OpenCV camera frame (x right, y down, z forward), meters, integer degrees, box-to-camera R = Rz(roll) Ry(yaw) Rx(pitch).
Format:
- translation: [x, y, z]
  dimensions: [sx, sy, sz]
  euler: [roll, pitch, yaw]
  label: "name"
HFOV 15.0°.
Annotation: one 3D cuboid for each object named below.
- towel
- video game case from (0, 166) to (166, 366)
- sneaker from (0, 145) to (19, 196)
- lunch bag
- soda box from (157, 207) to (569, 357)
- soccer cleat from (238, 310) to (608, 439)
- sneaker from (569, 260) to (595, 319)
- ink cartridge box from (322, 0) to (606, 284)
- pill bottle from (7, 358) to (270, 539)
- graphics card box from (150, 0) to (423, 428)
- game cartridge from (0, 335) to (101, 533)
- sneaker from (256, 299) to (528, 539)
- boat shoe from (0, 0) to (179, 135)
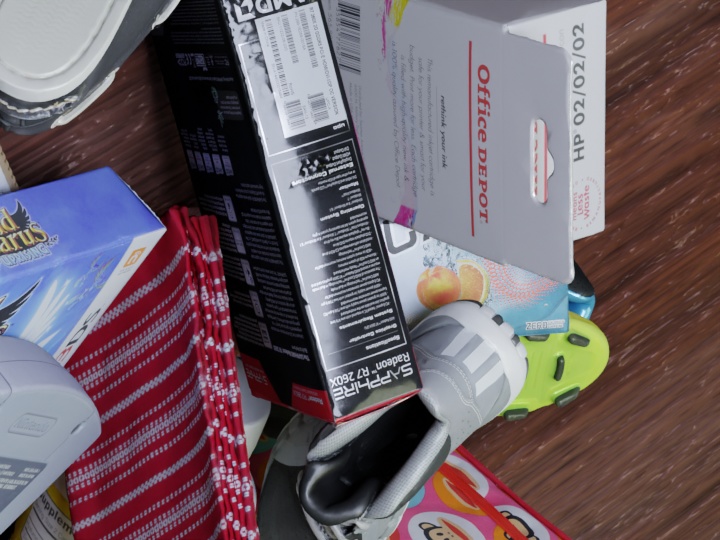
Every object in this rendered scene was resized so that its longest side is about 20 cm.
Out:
- translation: [-0.099, 0.086, 1.258]
  dimensions: [0.022, 0.201, 0.144]
  euler: [6, 155, -36]
  label: "towel"
- translation: [-0.196, 0.046, 1.196]
  dimensions: [0.182, 0.045, 0.200]
  euler: [-52, 165, 27]
  label: "video game case"
- translation: [-0.216, -0.053, 1.147]
  dimensions: [0.108, 0.070, 0.200]
  euler: [-40, 146, -16]
  label: "sneaker"
- translation: [0.025, 0.150, 1.478]
  dimensions: [0.176, 0.200, 0.082]
  euler: [-14, 133, -43]
  label: "lunch bag"
- translation: [0.000, 0.000, 1.340]
  dimensions: [0.198, 0.068, 0.064]
  euler: [-5, 104, -7]
  label: "soda box"
- translation: [0.028, 0.039, 1.417]
  dimensions: [0.199, 0.084, 0.065]
  euler: [-6, 123, -7]
  label: "soccer cleat"
- translation: [0.038, 0.032, 1.486]
  dimensions: [0.199, 0.082, 0.073]
  euler: [-31, 143, -22]
  label: "sneaker"
- translation: [0.053, -0.077, 1.281]
  dimensions: [0.068, 0.199, 0.116]
  euler: [-18, 117, -35]
  label: "ink cartridge box"
- translation: [-0.118, 0.135, 1.379]
  dimensions: [0.111, 0.111, 0.201]
  euler: [-3, 127, -46]
  label: "pill bottle"
- translation: [-0.037, -0.038, 1.228]
  dimensions: [0.051, 0.125, 0.201]
  euler: [-19, 100, -17]
  label: "graphics card box"
- translation: [-0.182, 0.086, 1.182]
  dimensions: [0.133, 0.042, 0.200]
  euler: [-49, 167, 2]
  label: "game cartridge"
- translation: [-0.011, 0.097, 1.292]
  dimensions: [0.200, 0.075, 0.115]
  euler: [-50, 175, 37]
  label: "sneaker"
- translation: [-0.100, -0.143, 1.177]
  dimensions: [0.201, 0.074, 0.060]
  euler: [-62, 178, -24]
  label: "boat shoe"
